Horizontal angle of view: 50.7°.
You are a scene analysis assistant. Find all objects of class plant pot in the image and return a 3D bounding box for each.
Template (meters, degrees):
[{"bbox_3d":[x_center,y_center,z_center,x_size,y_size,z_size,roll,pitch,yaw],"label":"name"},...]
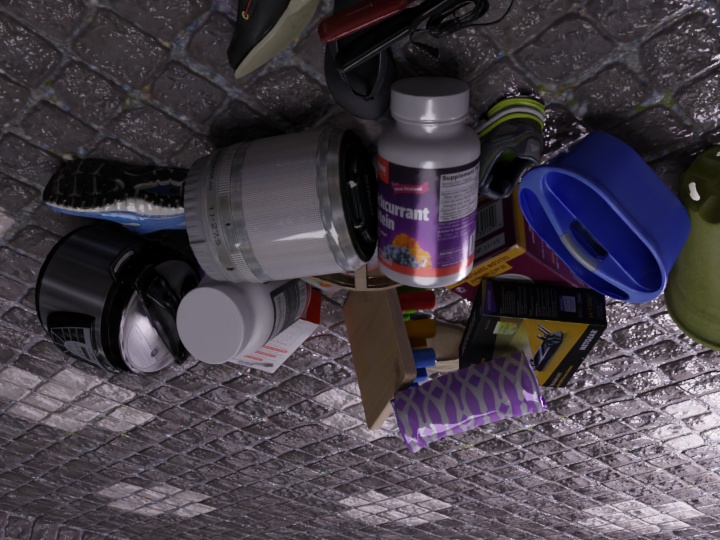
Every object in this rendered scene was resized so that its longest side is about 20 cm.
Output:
[{"bbox_3d":[0.444,-0.039,0.878,0.196,0.203,0.186,-11,133,21],"label":"plant pot"}]

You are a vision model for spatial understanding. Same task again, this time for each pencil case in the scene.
[{"bbox_3d":[0.136,0.173,0.975,0.196,0.084,0.087,-19,117,9],"label":"pencil case"}]

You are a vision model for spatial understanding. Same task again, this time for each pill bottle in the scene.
[{"bbox_3d":[-0.150,0.043,0.997,0.113,0.119,0.200,-11,-172,21],"label":"pill bottle"},{"bbox_3d":[0.072,-0.095,0.813,0.108,0.112,0.205,1,116,3],"label":"pill bottle"}]

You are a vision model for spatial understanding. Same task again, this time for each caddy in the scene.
[{"bbox_3d":[0.266,-0.052,0.850,0.200,0.105,0.141,45,158,-4],"label":"caddy"}]

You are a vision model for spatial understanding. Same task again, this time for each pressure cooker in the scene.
[{"bbox_3d":[-0.305,0.041,1.009,0.196,0.183,0.175,17,-173,24],"label":"pressure cooker"}]

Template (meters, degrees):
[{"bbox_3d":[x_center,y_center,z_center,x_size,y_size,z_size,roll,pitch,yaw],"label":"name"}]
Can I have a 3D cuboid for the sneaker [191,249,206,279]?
[{"bbox_3d":[-0.216,0.019,1.096,0.079,0.085,0.201,13,145,-16],"label":"sneaker"}]

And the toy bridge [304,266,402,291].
[{"bbox_3d":[0.000,0.000,0.969,0.194,0.028,0.068,1,147,3],"label":"toy bridge"}]

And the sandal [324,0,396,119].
[{"bbox_3d":[-0.002,-0.220,0.747,0.074,0.044,0.202,1,147,3],"label":"sandal"}]

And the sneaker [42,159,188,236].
[{"bbox_3d":[-0.299,-0.079,0.958,0.195,0.080,0.090,6,145,-5],"label":"sneaker"}]

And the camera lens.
[{"bbox_3d":[-0.082,-0.073,0.872,0.195,0.163,0.161,-7,146,16],"label":"camera lens"}]

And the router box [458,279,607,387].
[{"bbox_3d":[0.219,0.089,1.003,0.153,0.053,0.201,5,149,1],"label":"router box"}]

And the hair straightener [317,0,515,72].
[{"bbox_3d":[0.062,-0.232,0.694,0.196,0.041,0.077,-25,135,8],"label":"hair straightener"}]

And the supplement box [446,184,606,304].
[{"bbox_3d":[0.211,-0.009,0.999,0.198,0.105,0.130,27,140,-34],"label":"supplement box"}]

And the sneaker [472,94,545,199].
[{"bbox_3d":[0.134,-0.112,0.867,0.072,0.083,0.200,18,144,-22],"label":"sneaker"}]

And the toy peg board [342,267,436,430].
[{"bbox_3d":[0.058,0.095,1.103,0.095,0.203,0.201,-4,151,-18],"label":"toy peg board"}]

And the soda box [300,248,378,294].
[{"bbox_3d":[0.001,-0.044,0.994,0.063,0.070,0.198,27,140,-32],"label":"soda box"}]

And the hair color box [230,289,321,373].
[{"bbox_3d":[-0.151,0.089,1.218,0.109,0.065,0.200,17,143,-22],"label":"hair color box"}]

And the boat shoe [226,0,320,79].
[{"bbox_3d":[-0.078,-0.248,0.699,0.063,0.074,0.201,50,146,-5],"label":"boat shoe"}]

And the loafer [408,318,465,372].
[{"bbox_3d":[0.095,0.117,1.228,0.194,0.077,0.069,-1,154,7],"label":"loafer"}]
